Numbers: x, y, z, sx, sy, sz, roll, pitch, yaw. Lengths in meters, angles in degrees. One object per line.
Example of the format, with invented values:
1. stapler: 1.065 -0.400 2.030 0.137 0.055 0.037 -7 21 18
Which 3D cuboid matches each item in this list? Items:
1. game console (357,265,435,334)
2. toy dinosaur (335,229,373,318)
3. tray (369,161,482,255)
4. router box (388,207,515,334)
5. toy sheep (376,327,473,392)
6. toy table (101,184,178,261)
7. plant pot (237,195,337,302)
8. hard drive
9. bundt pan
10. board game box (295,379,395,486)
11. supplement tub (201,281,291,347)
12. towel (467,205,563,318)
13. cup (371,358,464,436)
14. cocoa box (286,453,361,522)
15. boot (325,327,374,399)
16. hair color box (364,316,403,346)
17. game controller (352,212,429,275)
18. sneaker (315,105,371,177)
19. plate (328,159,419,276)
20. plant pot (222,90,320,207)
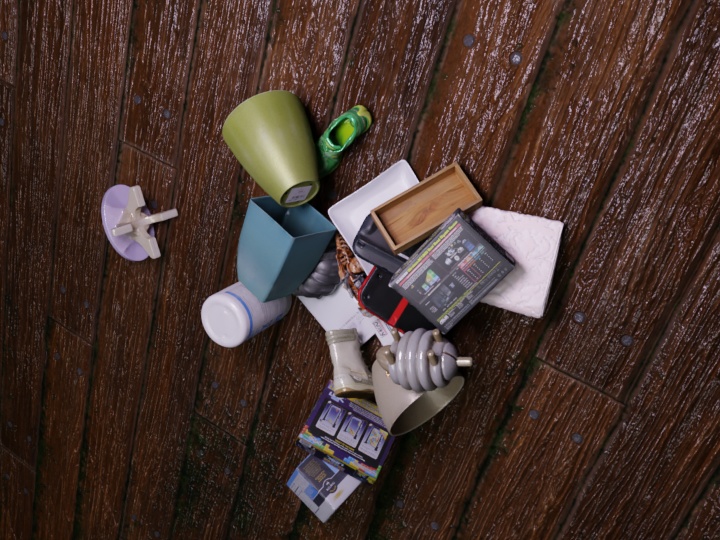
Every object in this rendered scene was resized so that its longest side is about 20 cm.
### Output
1. game console: 0.108 0.026 1.525 0.176 0.031 0.201 32 93 0
2. toy dinosaur: 0.000 0.000 1.596 0.102 0.135 0.201 -6 96 35
3. tray: 0.129 -0.122 1.459 0.199 0.037 0.099 -30 70 -3
4. router box: 0.175 0.002 1.424 0.150 0.062 0.200 42 110 -6
5. toy sheep: 0.124 0.176 1.455 0.199 0.138 0.139 3 109 28
6. toy table: -0.572 -0.123 1.880 0.117 0.184 0.201 -2 119 47
7. plant pot: -0.176 -0.041 1.586 0.141 0.141 0.201 41 123 24
8. hard drive: -0.050 0.089 1.728 0.200 0.027 0.132 49 124 6
9. bundt pan: -0.129 -0.030 1.679 0.201 0.076 0.203 5 99 34
10. board game box: -0.025 0.371 1.693 0.199 0.166 0.057 29 143 3
11. supplement tub: -0.268 0.089 1.751 0.131 0.200 0.133 11 112 28
12. towel: 0.285 -0.023 1.456 0.199 0.032 0.192 15 94 24
13. cup: 0.106 0.241 1.608 0.143 0.200 0.201 52 126 27
14. cocoa box: -0.054 0.464 1.740 0.131 0.200 0.134 43 147 11
15. boot: -0.006 0.211 1.679 0.072 0.200 0.155 -23 69 26
16. hair color box: 0.111 0.082 1.609 0.200 0.060 0.100 -36 84 34
17. game controller: 0.086 -0.039 1.495 0.199 0.042 0.105 28 78 0
18. sneaker: -0.060 -0.274 1.571 0.074 0.084 0.200 48 124 6
19. plate: 0.064 -0.097 1.556 0.199 0.032 0.201 -33 89 8
20. plant pot: -0.166 -0.239 1.551 0.187 0.187 0.201 -42 65 34
